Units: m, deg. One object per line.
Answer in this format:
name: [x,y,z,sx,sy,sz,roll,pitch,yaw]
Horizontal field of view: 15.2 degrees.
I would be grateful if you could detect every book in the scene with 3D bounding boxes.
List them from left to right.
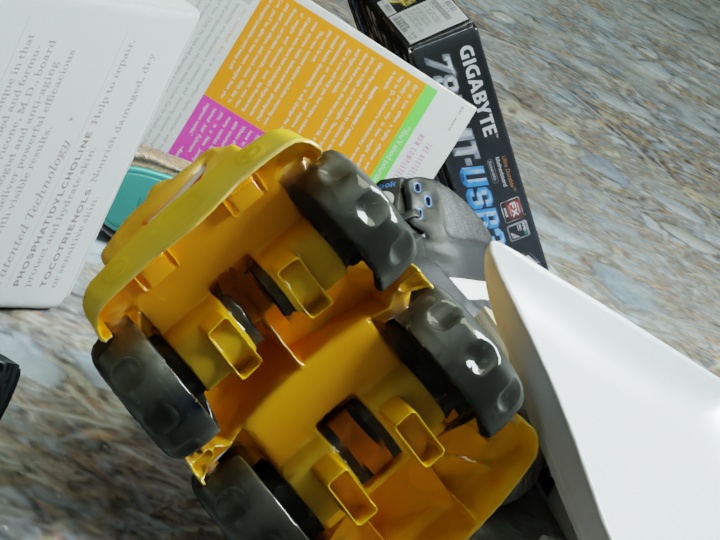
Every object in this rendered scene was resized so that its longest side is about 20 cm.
book: [-0.054,-0.089,1.519,0.199,0.134,0.048,33,-2,-6]

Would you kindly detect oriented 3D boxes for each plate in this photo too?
plate: [0.137,0.098,1.190,0.199,0.032,0.201,30,29,-39]

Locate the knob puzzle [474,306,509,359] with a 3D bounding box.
knob puzzle: [0.158,0.097,1.328,0.219,0.031,0.220,37,11,-8]

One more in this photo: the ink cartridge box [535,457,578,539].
ink cartridge box: [0.143,0.121,1.405,0.099,0.039,0.200,23,15,-20]

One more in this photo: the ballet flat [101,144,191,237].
ballet flat: [-0.056,-0.021,1.471,0.199,0.068,0.067,26,9,-13]

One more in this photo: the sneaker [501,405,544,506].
sneaker: [0.046,0.069,1.332,0.075,0.081,0.200,33,15,25]

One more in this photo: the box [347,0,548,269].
box: [0.052,-0.092,1.676,0.049,0.201,0.199,-21,27,-3]

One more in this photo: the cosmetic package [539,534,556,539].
cosmetic package: [0.166,0.184,1.224,0.199,0.051,0.083,20,17,-26]

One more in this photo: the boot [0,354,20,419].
boot: [-0.235,0.030,0.990,0.168,0.077,0.200,36,23,13]

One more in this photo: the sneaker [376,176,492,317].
sneaker: [0.000,0.000,1.394,0.199,0.073,0.113,14,56,-44]

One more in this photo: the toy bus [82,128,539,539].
toy bus: [-0.044,0.020,1.149,0.200,0.136,0.192,54,-5,-32]

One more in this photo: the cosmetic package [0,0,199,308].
cosmetic package: [-0.218,-0.095,1.244,0.167,0.167,0.200,36,17,27]
